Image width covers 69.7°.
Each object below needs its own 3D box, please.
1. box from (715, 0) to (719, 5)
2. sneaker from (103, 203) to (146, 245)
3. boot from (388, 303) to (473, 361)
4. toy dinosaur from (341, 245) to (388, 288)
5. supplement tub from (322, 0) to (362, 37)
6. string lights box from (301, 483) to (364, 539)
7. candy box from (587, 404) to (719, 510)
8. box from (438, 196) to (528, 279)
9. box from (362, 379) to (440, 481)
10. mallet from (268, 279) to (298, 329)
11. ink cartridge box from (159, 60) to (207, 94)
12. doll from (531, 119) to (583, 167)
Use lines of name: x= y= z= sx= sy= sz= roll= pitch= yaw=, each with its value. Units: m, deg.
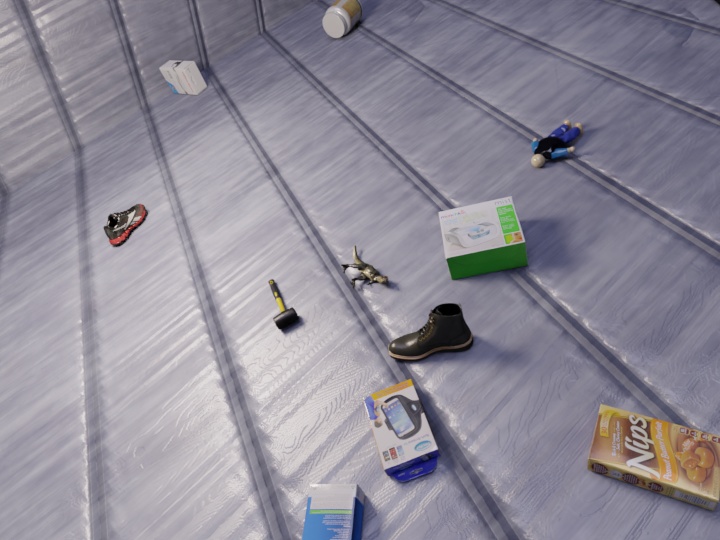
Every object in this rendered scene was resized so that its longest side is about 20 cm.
box: x=1.355 y=-1.047 z=1.823 sx=0.198 sy=0.123 sz=0.200 roll=-11 pitch=48 yaw=13
sneaker: x=-0.880 y=-0.191 z=1.926 sx=0.071 sy=0.098 sz=0.201 roll=5 pitch=50 yaw=28
boot: x=0.150 y=0.134 z=1.191 sx=0.200 sy=0.138 sz=0.078 roll=-15 pitch=45 yaw=9
toy dinosaur: x=0.000 y=0.000 z=1.441 sx=0.088 sy=0.048 sz=0.200 roll=-23 pitch=42 yaw=-21
supplement tub: x=-0.090 y=-1.271 z=2.583 sx=0.145 sy=0.145 sz=0.200 roll=11 pitch=54 yaw=30
string lights box: x=-0.056 y=0.514 z=0.976 sx=0.103 sy=0.059 sz=0.200 roll=-7 pitch=47 yaw=16
candy box: x=0.524 y=0.328 z=0.923 sx=0.200 sy=0.055 sz=0.116 roll=11 pitch=54 yaw=29
box: x=0.319 y=-0.085 z=1.360 sx=0.200 sy=0.097 sz=0.177 roll=-11 pitch=48 yaw=13
box: x=0.087 y=0.339 z=1.097 sx=0.119 sy=0.042 sz=0.200 roll=-22 pitch=43 yaw=1
mallet: x=-0.221 y=0.083 z=1.460 sx=0.066 sy=0.041 sz=0.200 roll=-23 pitch=41 yaw=1
ink cartridge box: x=-0.902 y=-0.984 z=2.635 sx=0.200 sy=0.145 sz=0.084 roll=16 pitch=56 yaw=32
doll: x=0.588 y=-0.379 z=1.559 sx=0.200 sy=0.048 sz=0.136 roll=-40 pitch=46 yaw=-17
